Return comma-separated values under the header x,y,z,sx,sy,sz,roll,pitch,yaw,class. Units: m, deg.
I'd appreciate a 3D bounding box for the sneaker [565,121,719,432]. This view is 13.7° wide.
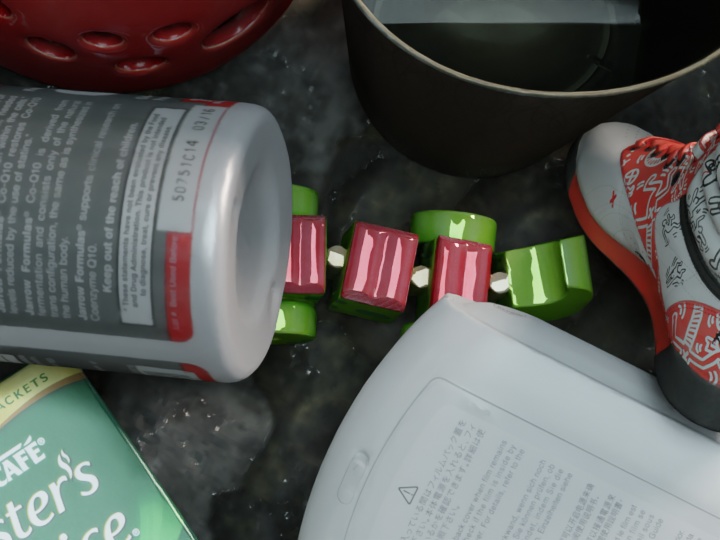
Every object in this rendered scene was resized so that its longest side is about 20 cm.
x,y,z,sx,sy,sz,roll,pitch,yaw,class
0.148,-0.032,1.239,0.067,0.201,0.108,12,122,-20,sneaker

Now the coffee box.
x,y,z,sx,sy,sz,roll,pitch,yaw,class
-0.121,0.144,1.255,0.123,0.044,0.200,-32,86,-12,coffee box

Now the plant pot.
x,y,z,sx,sy,sz,roll,pitch,yaw,class
-0.103,-0.190,1.251,0.200,0.183,0.201,1,80,-5,plant pot

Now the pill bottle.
x,y,z,sx,sy,sz,roll,pitch,yaw,class
-0.137,-0.019,1.226,0.200,0.114,0.114,5,79,12,pill bottle

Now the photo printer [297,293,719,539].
x,y,z,sx,sy,sz,roll,pitch,yaw,class
0.079,0.114,1.252,0.200,0.069,0.166,26,99,3,photo printer

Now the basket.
x,y,z,sx,sy,sz,roll,pitch,yaw,class
0.062,-0.114,1.248,0.180,0.200,0.136,-1,79,-9,basket

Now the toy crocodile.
x,y,z,sx,sy,sz,roll,pitch,yaw,class
0.000,0.000,1.290,0.200,0.062,0.068,7,79,-6,toy crocodile
